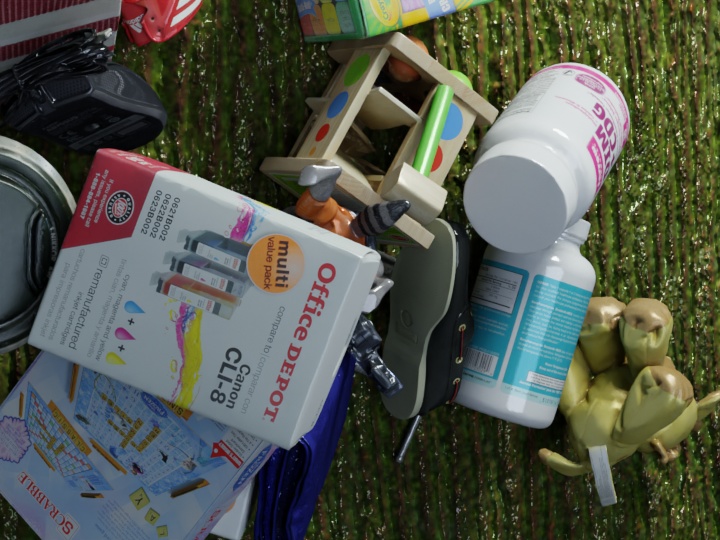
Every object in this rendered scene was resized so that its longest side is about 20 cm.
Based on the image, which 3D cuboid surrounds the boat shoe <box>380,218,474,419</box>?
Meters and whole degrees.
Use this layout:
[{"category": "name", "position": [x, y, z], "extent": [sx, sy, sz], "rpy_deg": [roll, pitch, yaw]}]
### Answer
[{"category": "boat shoe", "position": [0.067, 0.041, 1.286], "extent": [0.063, 0.074, 0.203], "rpy_deg": [-13, 125, -34]}]

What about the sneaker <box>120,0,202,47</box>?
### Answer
[{"category": "sneaker", "position": [-0.196, -0.234, 1.133], "extent": [0.199, 0.078, 0.116], "rpy_deg": [-14, 108, -40]}]

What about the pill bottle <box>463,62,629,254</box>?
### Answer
[{"category": "pill bottle", "position": [0.168, -0.102, 1.286], "extent": [0.114, 0.113, 0.200], "rpy_deg": [66, 33, -20]}]

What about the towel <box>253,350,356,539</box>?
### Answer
[{"category": "towel", "position": [-0.048, 0.139, 1.215], "extent": [0.049, 0.200, 0.148], "rpy_deg": [14, 122, 5]}]

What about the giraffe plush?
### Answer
[{"category": "giraffe plush", "position": [0.280, 0.130, 1.422], "extent": [0.162, 0.172, 0.202], "rpy_deg": [5, 85, -49]}]

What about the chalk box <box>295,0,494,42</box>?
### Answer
[{"category": "chalk box", "position": [0.009, -0.269, 1.224], "extent": [0.199, 0.124, 0.125], "rpy_deg": [-20, 106, -22]}]

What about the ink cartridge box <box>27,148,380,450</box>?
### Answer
[{"category": "ink cartridge box", "position": [-0.103, 0.018, 1.010], "extent": [0.199, 0.145, 0.146], "rpy_deg": [21, 93, 4]}]

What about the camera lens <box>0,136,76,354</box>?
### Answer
[{"category": "camera lens", "position": [-0.305, -0.027, 1.058], "extent": [0.159, 0.200, 0.161], "rpy_deg": [-5, 100, -26]}]

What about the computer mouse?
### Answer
[{"category": "computer mouse", "position": [-0.221, -0.142, 1.116], "extent": [0.138, 0.200, 0.053], "rpy_deg": [-21, 76, 15]}]

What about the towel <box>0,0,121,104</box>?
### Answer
[{"category": "towel", "position": [-0.251, -0.185, 1.077], "extent": [0.143, 0.200, 0.023], "rpy_deg": [-21, 73, -24]}]

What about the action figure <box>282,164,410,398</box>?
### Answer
[{"category": "action figure", "position": [0.000, 0.000, 1.171], "extent": [0.104, 0.193, 0.200], "rpy_deg": [-37, 90, -6]}]

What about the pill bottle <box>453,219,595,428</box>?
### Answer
[{"category": "pill bottle", "position": [0.158, 0.041, 1.356], "extent": [0.110, 0.111, 0.201], "rpy_deg": [18, 90, -28]}]

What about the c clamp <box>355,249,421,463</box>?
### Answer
[{"category": "c clamp", "position": [0.006, 0.067, 1.329], "extent": [0.199, 0.027, 0.172], "rpy_deg": [31, 83, -27]}]

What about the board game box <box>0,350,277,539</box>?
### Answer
[{"category": "board game box", "position": [-0.190, 0.138, 1.130], "extent": [0.200, 0.200, 0.041], "rpy_deg": [-51, 161, 11]}]

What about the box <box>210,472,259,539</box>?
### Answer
[{"category": "box", "position": [-0.130, 0.108, 1.201], "extent": [0.124, 0.097, 0.201], "rpy_deg": [16, 91, 2]}]

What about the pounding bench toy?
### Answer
[{"category": "pounding bench toy", "position": [0.037, -0.117, 1.214], "extent": [0.124, 0.200, 0.157], "rpy_deg": [34, 79, -27]}]
